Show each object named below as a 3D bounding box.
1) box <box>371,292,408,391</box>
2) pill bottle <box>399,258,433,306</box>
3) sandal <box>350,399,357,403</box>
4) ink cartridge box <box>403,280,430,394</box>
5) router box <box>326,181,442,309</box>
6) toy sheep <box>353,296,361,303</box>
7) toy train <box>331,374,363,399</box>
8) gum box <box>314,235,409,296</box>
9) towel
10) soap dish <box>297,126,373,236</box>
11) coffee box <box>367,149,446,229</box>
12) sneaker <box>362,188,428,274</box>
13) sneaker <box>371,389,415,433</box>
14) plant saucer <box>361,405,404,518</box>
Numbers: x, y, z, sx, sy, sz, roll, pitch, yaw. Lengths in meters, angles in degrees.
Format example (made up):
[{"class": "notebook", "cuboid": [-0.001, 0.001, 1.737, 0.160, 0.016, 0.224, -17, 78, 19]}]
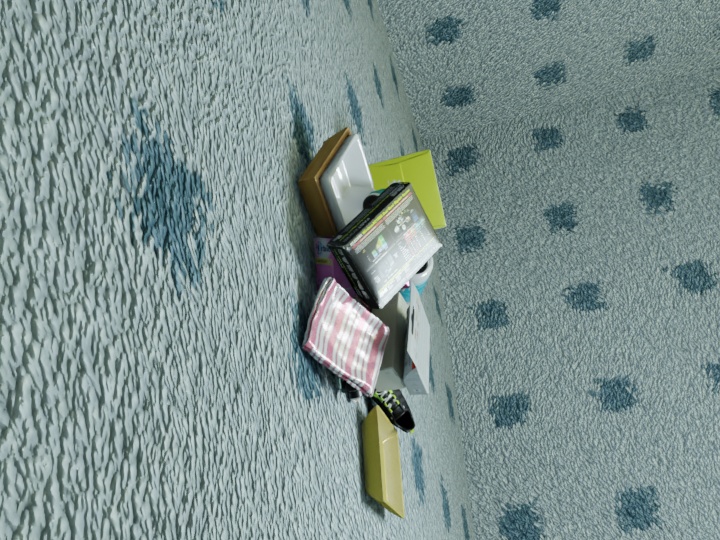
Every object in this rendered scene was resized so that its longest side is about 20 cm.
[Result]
[{"class": "box", "cuboid": [0.061, 0.152, 1.498, 0.202, 0.067, 0.083, -81, 150, -41]}, {"class": "pill bottle", "cuboid": [0.092, 0.028, 1.598, 0.201, 0.109, 0.112, 108, -17, -53]}, {"class": "sandal", "cuboid": [0.009, 0.205, 1.512, 0.208, 0.058, 0.080, -84, 160, -54]}, {"class": "ink cartridge box", "cuboid": [0.103, 0.141, 1.428, 0.201, 0.046, 0.162, 63, 27, -53]}, {"class": "router box", "cuboid": [0.049, -0.049, 1.324, 0.200, 0.062, 0.151, -44, 118, -25]}, {"class": "toy sheep", "cuboid": [0.000, 0.000, 1.502, 0.139, 0.135, 0.202, -86, 167, -51]}, {"class": "toy train", "cuboid": [-0.022, 0.150, 1.381, 0.114, 0.084, 0.204, 20, 59, -87]}, {"class": "gum box", "cuboid": [0.009, -0.015, 1.379, 0.197, 0.066, 0.116, -7, 98, -36]}, {"class": "towel", "cuboid": [-0.019, 0.123, 1.277, 0.200, 0.030, 0.148, 41, 52, -34]}, {"class": "soap dish", "cuboid": [-0.049, -0.176, 1.434, 0.201, 0.080, 0.159, -63, 143, -45]}, {"class": "coffee box", "cuboid": [0.094, -0.190, 1.828, 0.198, 0.196, 0.203, -137, -146, -83]}, {"class": "sneaker", "cuboid": [0.089, -0.097, 1.504, 0.201, 0.083, 0.121, 54, 31, -11]}, {"class": "sneaker", "cuboid": [0.075, 0.297, 1.591, 0.201, 0.072, 0.083, 55, -10, -32]}, {"class": "plant saucer", "cuboid": [0.046, 0.422, 1.519, 0.201, 0.048, 0.203, 61, 22, -56]}]
